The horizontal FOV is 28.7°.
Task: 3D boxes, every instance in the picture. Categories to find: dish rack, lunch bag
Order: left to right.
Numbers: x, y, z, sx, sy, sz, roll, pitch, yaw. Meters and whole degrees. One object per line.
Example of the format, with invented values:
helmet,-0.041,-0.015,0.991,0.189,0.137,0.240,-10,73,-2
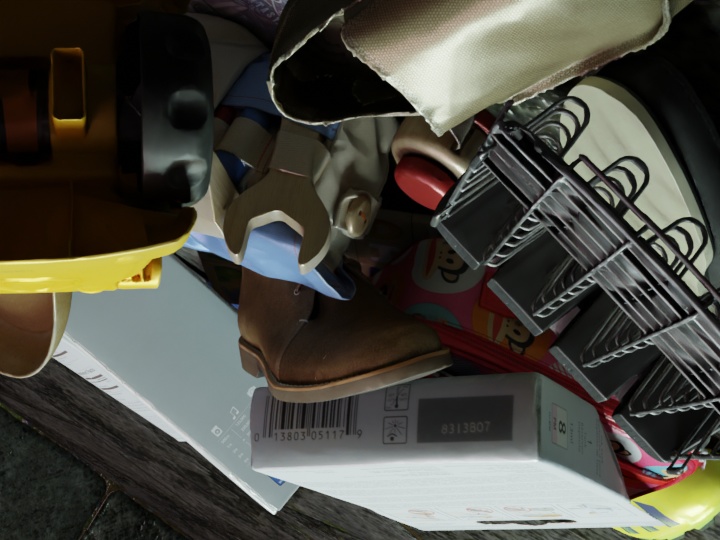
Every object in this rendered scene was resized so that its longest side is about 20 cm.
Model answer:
lunch bag,0.093,0.057,0.785,0.199,0.082,0.176,25,154,-13
dish rack,0.093,0.005,0.493,0.153,0.055,0.200,46,173,4

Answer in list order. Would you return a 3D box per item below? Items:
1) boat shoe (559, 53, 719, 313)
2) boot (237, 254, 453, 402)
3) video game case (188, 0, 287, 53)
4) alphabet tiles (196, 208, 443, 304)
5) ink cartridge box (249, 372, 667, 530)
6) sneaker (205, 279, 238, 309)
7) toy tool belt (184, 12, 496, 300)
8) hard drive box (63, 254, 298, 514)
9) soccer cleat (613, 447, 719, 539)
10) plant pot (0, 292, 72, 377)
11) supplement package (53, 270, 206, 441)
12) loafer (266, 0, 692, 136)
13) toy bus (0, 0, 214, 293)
boat shoe,0.134,-0.023,0.558,0.074,0.063,0.202,43,175,41
boot,-0.020,0.019,0.699,0.200,0.073,0.076,-169,69,-65
video game case,-0.056,-0.126,0.656,0.143,0.019,0.200,38,162,-22
alphabet tiles,0.000,0.000,0.820,0.199,0.008,0.167,9,157,8
ink cartridge box,0.059,0.102,0.758,0.162,0.057,0.200,-6,163,29
sneaker,-0.075,0.076,1.078,0.200,0.079,0.075,42,-175,39
toy tool belt,-0.040,-0.033,0.647,0.199,0.123,0.125,17,158,37
hard drive box,-0.117,0.043,0.868,0.200,0.077,0.156,43,173,-18
soccer cleat,0.157,0.127,0.927,0.084,0.065,0.200,42,160,-25
plant pot,-0.205,-0.040,0.730,0.200,0.027,0.201,32,136,37
supplement package,-0.192,0.044,1.188,0.200,0.114,0.109,36,161,-14
loafer,0.038,-0.086,0.504,0.076,0.068,0.199,39,154,-28
toy bus,-0.130,-0.083,0.568,0.135,0.201,0.192,-2,168,-8
